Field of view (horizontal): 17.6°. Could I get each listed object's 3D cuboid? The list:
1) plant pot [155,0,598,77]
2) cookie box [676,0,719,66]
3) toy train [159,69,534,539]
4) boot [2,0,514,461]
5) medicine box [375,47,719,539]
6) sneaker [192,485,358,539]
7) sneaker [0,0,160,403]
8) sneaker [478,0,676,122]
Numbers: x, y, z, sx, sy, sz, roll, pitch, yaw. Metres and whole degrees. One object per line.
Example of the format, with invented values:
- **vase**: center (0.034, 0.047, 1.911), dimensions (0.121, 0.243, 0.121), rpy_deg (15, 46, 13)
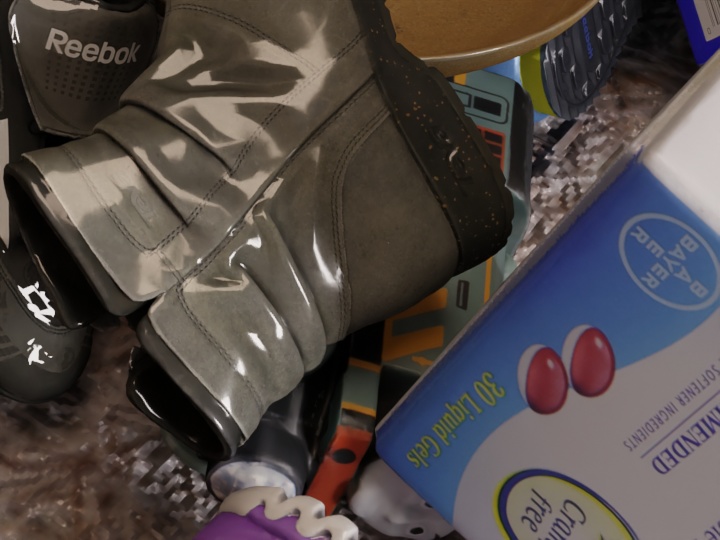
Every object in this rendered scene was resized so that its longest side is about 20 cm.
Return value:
- **plant pot**: center (-0.004, -0.126, 0.823), dimensions (0.198, 0.028, 0.201), rpy_deg (5, 41, -4)
- **cookie box**: center (0.197, -0.185, 0.905), dimensions (0.199, 0.075, 0.172), rpy_deg (-15, 86, -34)
- **toy train**: center (0.000, 0.000, 0.785), dimensions (0.113, 0.085, 0.201), rpy_deg (14, 48, -9)
- **boot**: center (-0.052, -0.055, 0.685), dimensions (0.130, 0.068, 0.201), rpy_deg (-32, 89, -24)
- **medicine box**: center (0.133, 0.050, 0.658), dimensions (0.200, 0.182, 0.103), rpy_deg (43, 54, 3)
- **sneaker**: center (0.006, 0.146, 0.664), dimensions (0.088, 0.081, 0.200), rpy_deg (-40, 59, -12)
- **sneaker**: center (-0.105, -0.057, 0.747), dimensions (0.066, 0.202, 0.090), rpy_deg (-5, 2, -41)
- **sneaker**: center (0.080, -0.121, 0.911), dimensions (0.078, 0.066, 0.200), rpy_deg (5, 34, 32)
